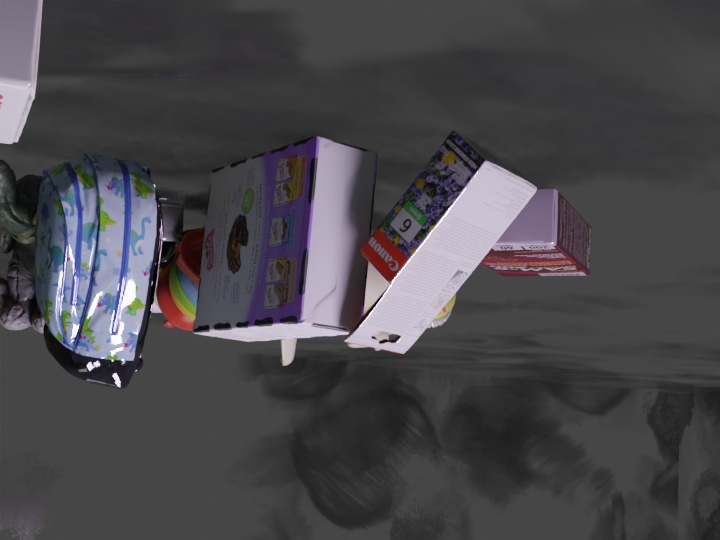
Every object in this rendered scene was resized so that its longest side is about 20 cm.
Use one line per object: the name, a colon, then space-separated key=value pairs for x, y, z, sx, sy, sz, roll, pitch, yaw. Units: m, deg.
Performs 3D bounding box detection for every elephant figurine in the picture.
elephant figurine: x=-0.338 y=-0.045 z=1.344 sx=0.141 sy=0.202 sz=0.155 roll=-9 pitch=-157 yaw=-25

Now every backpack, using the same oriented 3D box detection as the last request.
backpack: x=-0.258 y=-0.014 z=1.228 sx=0.153 sy=0.201 sz=0.163 roll=20 pitch=-164 yaw=-25

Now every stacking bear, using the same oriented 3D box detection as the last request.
stacking bear: x=-0.166 y=0.009 z=1.372 sx=0.114 sy=0.122 sz=0.200 roll=42 pitch=148 yaw=-9

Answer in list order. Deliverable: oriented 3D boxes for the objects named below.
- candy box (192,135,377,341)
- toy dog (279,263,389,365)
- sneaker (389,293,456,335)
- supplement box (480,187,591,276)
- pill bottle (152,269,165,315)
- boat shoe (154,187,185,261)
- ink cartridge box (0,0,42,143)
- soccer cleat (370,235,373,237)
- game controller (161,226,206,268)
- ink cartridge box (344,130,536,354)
candy box: x=-0.075 y=-0.023 z=1.178 sx=0.071 sy=0.169 sz=0.199 roll=12 pitch=169 yaw=-34
toy dog: x=0.000 y=0.000 z=1.418 sx=0.198 sy=0.195 sz=0.140 roll=-5 pitch=-145 yaw=-7
sneaker: x=0.079 y=0.031 z=1.776 sx=0.078 sy=0.091 sz=0.199 roll=34 pitch=-151 yaw=27
supplement box: x=0.177 y=-0.038 z=1.338 sx=0.108 sy=0.061 sz=0.200 roll=-1 pitch=171 yaw=21
pill bottle: x=-0.205 y=0.012 z=1.631 sx=0.199 sy=0.112 sz=0.111 roll=-3 pitch=169 yaw=38
boat shoe: x=-0.229 y=-0.045 z=1.416 sx=0.071 sy=0.069 sz=0.200 roll=6 pitch=171 yaw=-18
ink cartridge box: x=-0.302 y=-0.145 z=0.766 sx=0.198 sy=0.084 sz=0.146 roll=8 pitch=170 yaw=-20
soccer cleat: x=-0.010 y=-0.007 z=1.594 sx=0.077 sy=0.070 sz=0.200 roll=8 pitch=173 yaw=-10
game controller: x=-0.179 y=-0.027 z=1.494 sx=0.199 sy=0.042 sz=0.104 roll=-8 pitch=-161 yaw=36
ink cartridge box: x=0.060 y=-0.020 z=1.108 sx=0.050 sy=0.200 sz=0.109 roll=46 pitch=-164 yaw=30
